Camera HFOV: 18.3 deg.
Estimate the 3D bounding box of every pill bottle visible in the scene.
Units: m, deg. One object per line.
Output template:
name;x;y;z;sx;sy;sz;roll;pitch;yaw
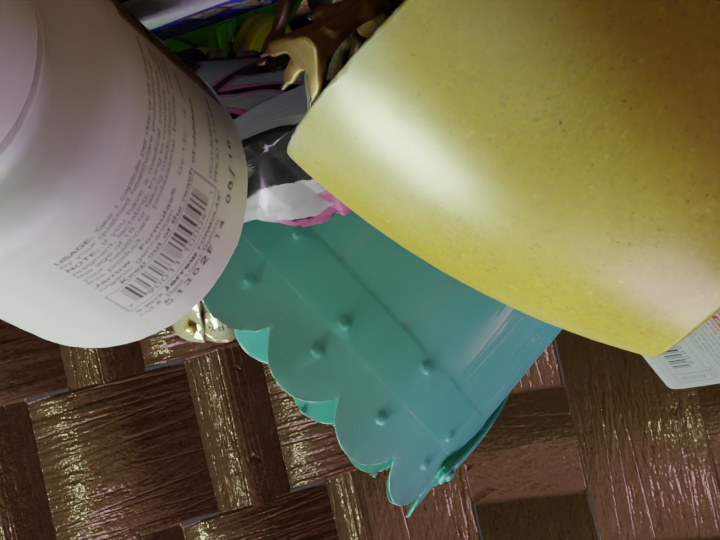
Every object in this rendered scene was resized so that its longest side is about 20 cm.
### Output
pill bottle;-0.120;-0.048;0.741;0.113;0.115;0.200;-12;164;13

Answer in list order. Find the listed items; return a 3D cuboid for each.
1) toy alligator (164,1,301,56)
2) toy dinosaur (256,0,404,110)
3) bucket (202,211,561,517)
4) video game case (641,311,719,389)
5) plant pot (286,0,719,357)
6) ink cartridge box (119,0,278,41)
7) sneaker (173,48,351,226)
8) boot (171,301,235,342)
toy alligator;-0.092;-0.078;1.007;0.059;0.055;0.200;23;-137;37
toy dinosaur;0.009;-0.116;0.770;0.106;0.060;0.200;-37;174;-41
bucket;0.000;0.000;1.073;0.135;0.207;0.207;-43;-177;-4
video game case;0.146;-0.032;0.958;0.181;0.200;0.023;-12;-146;51
plant pot;0.094;-0.056;0.787;0.200;0.142;0.200;-42;176;-3
ink cartridge box;-0.091;-0.109;0.869;0.199;0.040;0.099;-14;180;39
sneaker;-0.056;-0.062;0.901;0.199;0.086;0.081;-24;150;-27
boot;-0.088;-0.028;1.299;0.072;0.157;0.200;-17;-159;-14
